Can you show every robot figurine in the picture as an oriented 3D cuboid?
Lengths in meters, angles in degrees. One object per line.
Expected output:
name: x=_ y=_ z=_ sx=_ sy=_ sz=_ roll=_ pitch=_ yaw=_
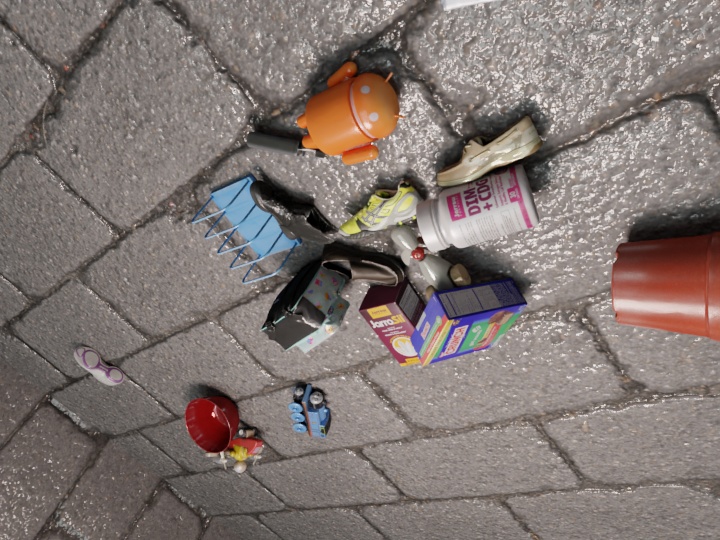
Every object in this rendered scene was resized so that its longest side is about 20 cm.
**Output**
robot figurine: x=-0.017 y=-0.275 z=1.020 sx=0.199 sy=0.144 sz=0.117 roll=-13 pitch=145 yaw=32

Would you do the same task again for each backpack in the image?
backpack: x=-0.115 y=0.079 z=1.351 sx=0.153 sy=0.200 sz=0.176 roll=35 pitch=133 yaw=-17

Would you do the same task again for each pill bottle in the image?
pill bottle: x=0.209 y=-0.107 z=1.045 sx=0.199 sy=0.114 sz=0.114 roll=-17 pitch=123 yaw=20

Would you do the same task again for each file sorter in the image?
file sorter: x=-0.260 y=-0.087 z=1.313 sx=0.138 sy=0.123 sz=0.200 roll=-15 pitch=123 yaw=35

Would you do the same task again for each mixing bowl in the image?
mixing bowl: x=-0.490 y=0.508 z=1.984 sx=0.199 sy=0.108 sz=0.201 roll=8 pitch=108 yaw=26

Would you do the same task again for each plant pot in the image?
plant pot: x=0.549 y=0.024 z=0.996 sx=0.195 sy=0.201 sz=0.201 roll=2 pitch=132 yaw=36

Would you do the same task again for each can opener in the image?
can opener: x=-0.127 y=-0.255 z=1.150 sx=0.199 sy=0.053 sz=0.067 roll=10 pitch=100 yaw=15

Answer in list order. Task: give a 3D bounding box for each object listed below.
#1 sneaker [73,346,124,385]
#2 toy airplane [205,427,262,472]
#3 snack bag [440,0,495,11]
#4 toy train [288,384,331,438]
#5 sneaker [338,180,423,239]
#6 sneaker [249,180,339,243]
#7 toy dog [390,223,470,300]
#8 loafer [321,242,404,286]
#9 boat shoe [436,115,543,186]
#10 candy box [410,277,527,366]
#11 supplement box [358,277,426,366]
sneaker: x=-0.969 y=0.359 z=2.116 sx=0.099 sy=0.075 sz=0.200 roll=-27 pitch=116 yaw=40
toy airplane: x=-0.450 y=0.655 z=2.077 sx=0.199 sy=0.142 sz=0.199 roll=-8 pitch=160 yaw=-15
snack bag: x=0.191 y=-0.470 z=0.801 sx=0.199 sy=0.021 sz=0.189 roll=2 pitch=132 yaw=25
toy train: x=-0.155 y=0.437 z=1.799 sx=0.114 sy=0.087 sz=0.200 roll=4 pitch=131 yaw=10
sneaker: x=0.036 y=-0.124 z=1.183 sx=0.200 sy=0.075 sz=0.077 roll=-21 pitch=109 yaw=29
sneaker: x=-0.144 y=-0.130 z=1.265 sx=0.104 sy=0.060 sz=0.200 roll=-13 pitch=130 yaw=36
toy dog: x=0.149 y=-0.026 z=1.208 sx=0.131 sy=0.096 sz=0.201 roll=-15 pitch=112 yaw=18
loafer: x=0.000 y=0.000 z=1.308 sx=0.199 sy=0.071 sz=0.073 roll=15 pitch=136 yaw=12
boat shoe: x=0.214 y=-0.206 z=1.013 sx=0.200 sy=0.072 sz=0.065 roll=-19 pitch=109 yaw=38
candy box: x=0.224 y=0.108 z=1.222 sx=0.199 sy=0.077 sz=0.169 roll=-9 pitch=143 yaw=-23
supplement box: x=0.101 y=0.125 z=1.370 sx=0.110 sy=0.086 sz=0.200 roll=-17 pitch=122 yaw=37
